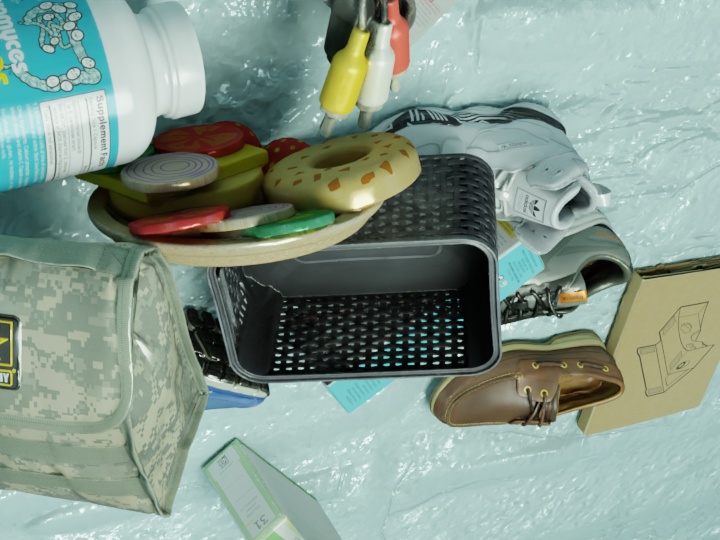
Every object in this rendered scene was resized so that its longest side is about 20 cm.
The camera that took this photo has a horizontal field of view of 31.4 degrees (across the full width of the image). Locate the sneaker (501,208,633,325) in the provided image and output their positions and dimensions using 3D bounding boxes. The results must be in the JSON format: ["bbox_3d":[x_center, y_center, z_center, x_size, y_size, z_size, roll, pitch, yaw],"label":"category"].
[{"bbox_3d":[0.142,0.011,1.096,0.199,0.079,0.074,-24,137,-12],"label":"sneaker"}]

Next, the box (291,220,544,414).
[{"bbox_3d":[0.044,0.021,1.036,0.200,0.082,0.049,-36,138,-1],"label":"box"}]

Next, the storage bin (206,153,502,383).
[{"bbox_3d":[0.000,0.000,0.921,0.199,0.094,0.136,-2,134,7],"label":"storage bin"}]

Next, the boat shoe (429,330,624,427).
[{"bbox_3d":[0.161,0.110,1.199,0.199,0.068,0.072,-11,131,-25],"label":"boat shoe"}]

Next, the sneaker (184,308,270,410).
[{"bbox_3d":[-0.163,0.081,0.967,0.199,0.079,0.089,9,128,-29],"label":"sneaker"}]

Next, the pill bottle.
[{"bbox_3d":[-0.195,-0.106,0.749,0.199,0.111,0.111,-16,133,-23],"label":"pill bottle"}]

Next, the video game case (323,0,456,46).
[{"bbox_3d":[0.040,-0.233,0.803,0.181,0.036,0.200,-45,158,9],"label":"video game case"}]

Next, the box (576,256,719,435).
[{"bbox_3d":[0.315,0.074,1.304,0.163,0.021,0.201,-8,129,-28],"label":"box"}]

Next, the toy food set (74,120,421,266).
[{"bbox_3d":[-0.078,-0.055,0.812,0.197,0.199,0.049,-24,121,-40],"label":"toy food set"}]

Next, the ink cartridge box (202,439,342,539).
[{"bbox_3d":[-0.041,0.246,1.085,0.048,0.200,0.146,-41,137,1],"label":"ink cartridge box"}]

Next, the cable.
[{"bbox_3d":[0.016,-0.171,0.763,0.097,0.050,0.200,-40,160,-33],"label":"cable"}]

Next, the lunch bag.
[{"bbox_3d":[-0.193,0.052,0.775,0.163,0.118,0.201,7,142,11],"label":"lunch bag"}]

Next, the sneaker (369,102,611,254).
[{"bbox_3d":[0.092,-0.068,0.967,0.199,0.115,0.075,-11,131,-25],"label":"sneaker"}]
